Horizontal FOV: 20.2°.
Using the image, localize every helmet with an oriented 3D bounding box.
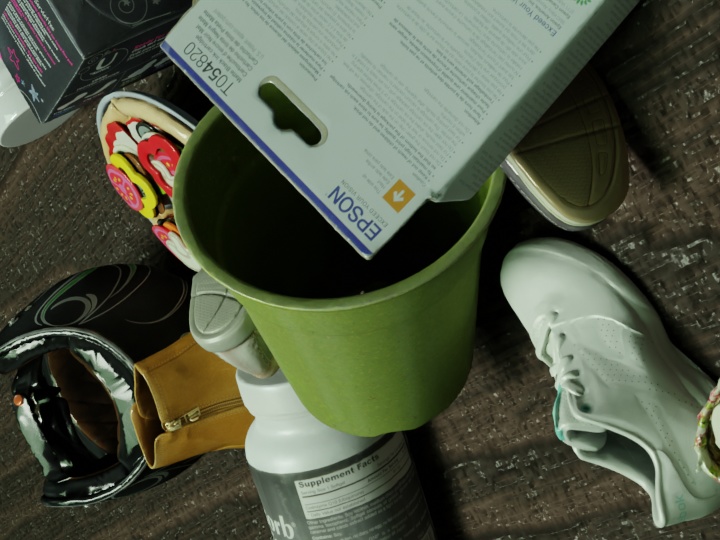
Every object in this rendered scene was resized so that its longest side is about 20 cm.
[{"bbox_3d":[-0.196,0.087,1.627,0.198,0.191,0.202,5,107,18],"label":"helmet"}]

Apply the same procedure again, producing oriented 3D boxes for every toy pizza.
[{"bbox_3d":[-0.128,-0.049,1.502,0.200,0.032,0.201,35,154,20],"label":"toy pizza"}]

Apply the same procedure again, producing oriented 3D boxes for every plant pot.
[{"bbox_3d":[0.000,0.000,1.247,0.200,0.199,0.191,42,159,33],"label":"plant pot"}]

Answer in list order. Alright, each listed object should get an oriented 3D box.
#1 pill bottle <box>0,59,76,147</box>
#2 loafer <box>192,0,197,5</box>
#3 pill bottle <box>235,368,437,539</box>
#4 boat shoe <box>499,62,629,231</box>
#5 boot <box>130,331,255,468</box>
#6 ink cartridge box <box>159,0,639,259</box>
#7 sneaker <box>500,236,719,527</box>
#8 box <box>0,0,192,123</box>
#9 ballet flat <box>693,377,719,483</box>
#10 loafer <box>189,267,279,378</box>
[{"bbox_3d":[-0.306,-0.206,1.636,0.201,0.112,0.112,58,152,9],"label":"pill bottle"},{"bbox_3d":[-0.068,-0.184,1.232,0.068,0.075,0.202,-85,-2,-69],"label":"loafer"},{"bbox_3d":[-0.017,0.149,1.454,0.116,0.116,0.202,13,126,55],"label":"pill bottle"},{"bbox_3d":[0.080,-0.102,1.120,0.201,0.072,0.065,57,157,18],"label":"boat shoe"},{"bbox_3d":[-0.096,0.114,1.514,0.071,0.143,0.202,40,153,46],"label":"boot"},{"bbox_3d":[0.018,-0.134,1.080,0.200,0.200,0.041,46,-173,28],"label":"ink cartridge box"},{"bbox_3d":[0.134,0.062,1.149,0.200,0.088,0.076,46,150,29],"label":"sneaker"},{"bbox_3d":[-0.208,-0.232,1.424,0.201,0.132,0.115,59,149,4],"label":"box"},{"bbox_3d":[0.217,0.048,1.020,0.076,0.064,0.201,47,148,29],"label":"ballet flat"},{"bbox_3d":[-0.070,-0.018,1.363,0.071,0.201,0.063,-16,137,30],"label":"loafer"}]
